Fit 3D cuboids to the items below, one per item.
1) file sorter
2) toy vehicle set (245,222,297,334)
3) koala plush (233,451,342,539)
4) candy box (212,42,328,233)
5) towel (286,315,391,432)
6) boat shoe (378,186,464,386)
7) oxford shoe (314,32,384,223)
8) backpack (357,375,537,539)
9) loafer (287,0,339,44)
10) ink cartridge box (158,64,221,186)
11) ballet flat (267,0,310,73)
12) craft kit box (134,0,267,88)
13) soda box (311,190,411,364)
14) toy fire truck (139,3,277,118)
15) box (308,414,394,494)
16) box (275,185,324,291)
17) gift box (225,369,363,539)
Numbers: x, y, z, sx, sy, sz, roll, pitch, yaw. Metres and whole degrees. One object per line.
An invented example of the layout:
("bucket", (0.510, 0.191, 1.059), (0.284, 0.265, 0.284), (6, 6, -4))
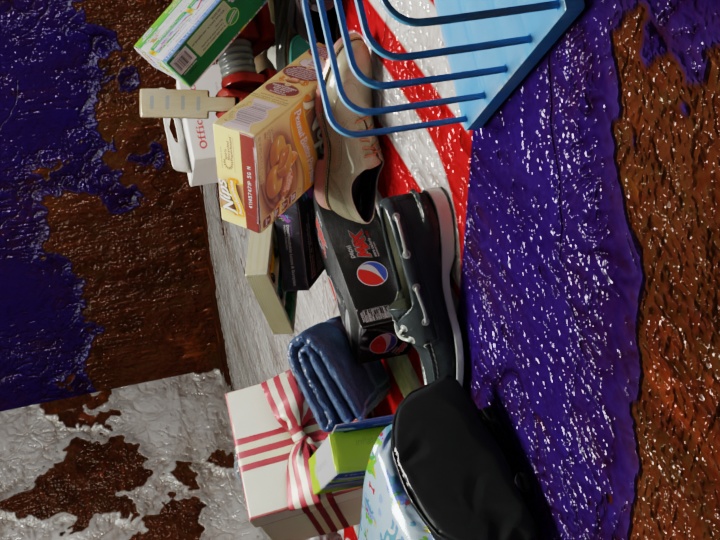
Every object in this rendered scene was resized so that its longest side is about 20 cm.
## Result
("file sorter", (0.040, -0.185, 0.662), (0.200, 0.121, 0.141), (133, 125, -73))
("toy vehicle set", (-0.100, -0.042, 1.201), (0.125, 0.026, 0.202), (71, -163, -54))
("koala plush", (-0.072, 0.306, 1.441), (0.178, 0.181, 0.202), (-108, -2, -52))
("candy box", (-0.073, -0.143, 1.051), (0.055, 0.200, 0.117), (21, 133, 22))
("towel", (-0.018, 0.106, 1.095), (0.113, 0.048, 0.200), (62, -166, 3))
("boat shoe", (0.052, 0.028, 0.898), (0.076, 0.059, 0.203), (-155, 56, -74))
("oxford shoe", (-0.001, -0.143, 1.033), (0.073, 0.070, 0.202), (33, 136, 36))
("backpack", (0.066, 0.220, 0.859), (0.201, 0.152, 0.164), (77, 168, -56))
("loafer", (-0.039, -0.296, 1.069), (0.063, 0.071, 0.200), (57, 169, 9))
("ink cartridge box", (-0.174, -0.205, 1.383), (0.125, 0.197, 0.131), (132, 127, -73))
("ballet flat", (-0.079, -0.288, 1.203), (0.068, 0.067, 0.203), (5, 99, 49))
("craft kit box", (-0.163, -0.306, 1.133), (0.048, 0.200, 0.197), (42, 178, -30))
("soda box", (0.000, 0.000, 1.096), (0.071, 0.062, 0.202), (96, 160, -49))
("toy fire truck", (-0.167, -0.248, 1.247), (0.128, 0.198, 0.179), (-21, 77, 43))
("box", (0.018, 0.190, 1.029), (0.200, 0.120, 0.048), (118, 144, -69))
("box", (-0.067, -0.070, 1.226), (0.200, 0.036, 0.145), (-62, -34, -74))
("gift box", (-0.052, 0.216, 1.238), (0.187, 0.197, 0.186), (72, 177, -63))
